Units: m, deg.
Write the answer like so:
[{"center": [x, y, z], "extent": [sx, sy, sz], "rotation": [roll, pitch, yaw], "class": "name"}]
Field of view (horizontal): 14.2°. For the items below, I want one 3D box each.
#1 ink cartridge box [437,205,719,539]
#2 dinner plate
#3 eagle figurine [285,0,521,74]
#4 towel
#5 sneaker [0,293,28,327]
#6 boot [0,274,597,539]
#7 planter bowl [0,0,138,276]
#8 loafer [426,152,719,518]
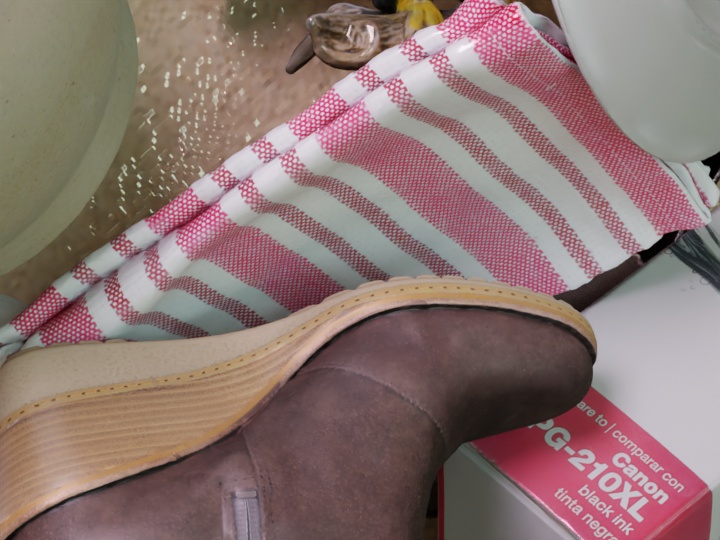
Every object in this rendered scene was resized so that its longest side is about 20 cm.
[{"center": [0.124, 0.062, 0.987], "extent": [0.200, 0.084, 0.145], "rotation": [-35, 148, -25], "class": "ink cartridge box"}, {"center": [0.102, -0.133, 0.872], "extent": [0.200, 0.024, 0.201], "rotation": [5, 84, -57], "class": "dinner plate"}, {"center": [0.029, -0.161, 0.906], "extent": [0.150, 0.152, 0.201], "rotation": [-5, 101, -14], "class": "eagle figurine"}, {"center": [0.000, 0.000, 0.886], "extent": [0.200, 0.030, 0.146], "rotation": [-34, 147, 16], "class": "towel"}, {"center": [-0.158, 0.078, 0.857], "extent": [0.200, 0.088, 0.075], "rotation": [-42, 101, -24], "class": "sneaker"}, {"center": [-0.005, 0.092, 0.837], "extent": [0.199, 0.072, 0.167], "rotation": [-7, 61, -19], "class": "boot"}, {"center": [-0.147, -0.072, 0.821], "extent": [0.135, 0.200, 0.201], "rotation": [36, 72, -54], "class": "planter bowl"}, {"center": [0.068, -0.003, 0.998], "extent": [0.073, 0.071, 0.200], "rotation": [40, 72, -24], "class": "loafer"}]
